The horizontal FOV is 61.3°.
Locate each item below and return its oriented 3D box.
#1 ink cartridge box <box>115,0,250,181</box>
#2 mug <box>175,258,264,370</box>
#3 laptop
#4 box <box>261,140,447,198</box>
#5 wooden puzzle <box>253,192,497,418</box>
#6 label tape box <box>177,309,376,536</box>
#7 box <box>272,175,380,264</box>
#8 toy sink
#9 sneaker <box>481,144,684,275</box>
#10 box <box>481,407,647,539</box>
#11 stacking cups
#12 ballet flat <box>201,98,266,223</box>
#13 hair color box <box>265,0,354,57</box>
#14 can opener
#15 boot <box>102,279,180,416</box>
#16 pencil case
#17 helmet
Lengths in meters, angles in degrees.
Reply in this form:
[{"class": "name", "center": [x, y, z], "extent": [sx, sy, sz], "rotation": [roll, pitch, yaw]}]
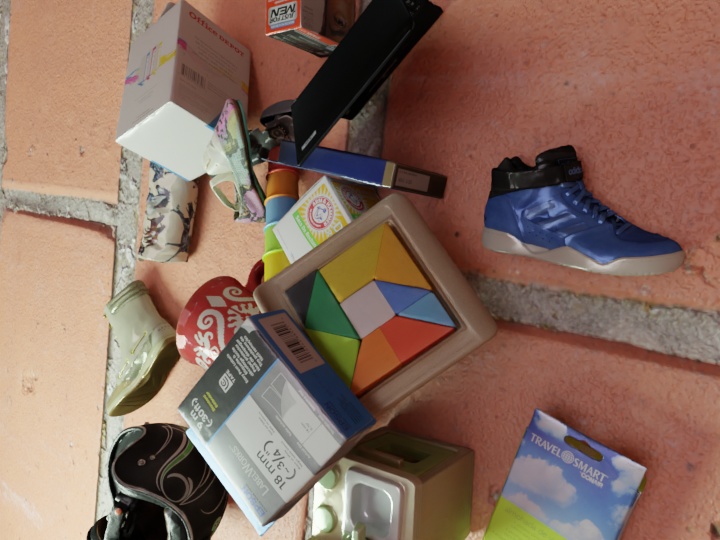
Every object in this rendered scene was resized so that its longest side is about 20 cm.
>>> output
[{"class": "ink cartridge box", "center": [-0.243, -0.258, 0.855], "extent": [0.124, 0.128, 0.203], "rotation": [-20, 59, 32]}, {"class": "mug", "center": [-0.126, 0.085, 0.811], "extent": [0.198, 0.133, 0.180], "rotation": [24, 106, 29]}, {"class": "laptop", "center": [0.016, -0.207, 0.661], "extent": [0.177, 0.199, 0.104], "rotation": [-44, 73, 28]}, {"class": "box", "center": [-0.011, -0.123, 0.725], "extent": [0.198, 0.121, 0.033], "rotation": [17, 100, 33]}, {"class": "wooden puzzle", "center": [0.010, 0.039, 0.619], "extent": [0.199, 0.037, 0.186], "rotation": [-33, 72, -2]}, {"class": "label tape box", "center": [-0.102, 0.161, 0.589], "extent": [0.144, 0.063, 0.200], "rotation": [47, 113, 16]}, {"class": "box", "center": [0.000, 0.000, 0.726], "extent": [0.101, 0.112, 0.201], "rotation": [-40, 69, 26]}, {"class": "toy sink", "center": [0.024, 0.253, 0.664], "extent": [0.129, 0.199, 0.114], "rotation": [6, 95, 35]}, {"class": "sneaker", "center": [0.214, -0.064, 0.595], "extent": [0.198, 0.076, 0.113], "rotation": [15, 109, 40]}, {"class": "box", "center": [0.205, 0.255, 0.629], "extent": [0.121, 0.047, 0.203], "rotation": [25, 105, 31]}, {"class": "stacking cups", "center": [-0.100, -0.072, 0.802], "extent": [0.060, 0.060, 0.203], "rotation": [-16, 66, 34]}, {"class": "ballet flat", "center": [-0.168, -0.131, 0.804], "extent": [0.070, 0.201, 0.070], "rotation": [-17, 54, -8]}, {"class": "hair color box", "center": [-0.060, -0.385, 0.759], "extent": [0.063, 0.110, 0.203], "rotation": [4, 94, 35]}, {"class": "can opener", "center": [-0.153, -0.190, 0.878], "extent": [0.198, 0.053, 0.068], "rotation": [-10, 53, 35]}, {"class": "boot", "center": [-0.392, 0.134, 1.033], "extent": [0.155, 0.072, 0.201], "rotation": [48, 111, 23]}, {"class": "pencil case", "center": [-0.304, -0.105, 0.957], "extent": [0.088, 0.078, 0.203], "rotation": [12, 99, 15]}, {"class": "helmet", "center": [-0.294, 0.324, 0.898], "extent": [0.197, 0.191, 0.203], "rotation": [1, 107, 2]}]
